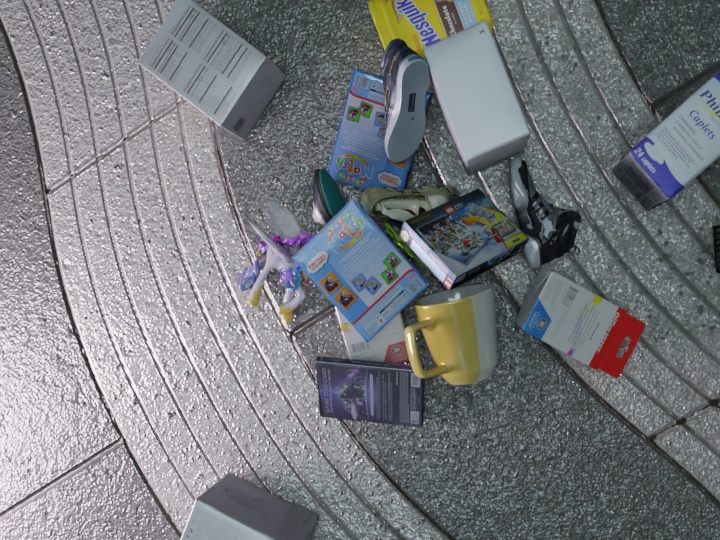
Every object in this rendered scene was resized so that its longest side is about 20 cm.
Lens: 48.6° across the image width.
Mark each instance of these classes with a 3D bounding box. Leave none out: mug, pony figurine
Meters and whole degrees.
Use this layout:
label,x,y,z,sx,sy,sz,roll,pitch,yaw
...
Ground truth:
label,x,y,z,sx,sy,sz,roll,pitch,yaw
mug,0.163,0.122,1.423,0.182,0.149,0.157,-14,96,-6
pony figurine,-0.147,-0.026,1.476,0.192,0.166,0.201,39,113,4

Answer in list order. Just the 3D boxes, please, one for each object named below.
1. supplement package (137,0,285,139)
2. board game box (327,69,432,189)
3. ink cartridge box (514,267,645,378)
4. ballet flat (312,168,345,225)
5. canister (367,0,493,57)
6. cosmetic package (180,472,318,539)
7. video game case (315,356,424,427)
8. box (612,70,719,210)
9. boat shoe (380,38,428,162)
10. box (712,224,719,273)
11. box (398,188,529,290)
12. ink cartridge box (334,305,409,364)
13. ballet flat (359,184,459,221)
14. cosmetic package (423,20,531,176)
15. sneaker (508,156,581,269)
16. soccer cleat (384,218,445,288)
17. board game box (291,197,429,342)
label,x,y,z,sx,sy,sz,roll,pitch,yaw
supplement package,-0.272,-0.373,1.485,0.199,0.152,0.152,37,95,7
board game box,0.033,-0.247,1.466,0.148,0.037,0.204,19,107,8
ink cartridge box,0.388,0.093,1.416,0.197,0.067,0.118,28,94,-6
ballet flat,-0.049,-0.089,1.482,0.072,0.073,0.202,-30,101,6
canister,0.130,-0.460,1.464,0.196,0.087,0.151,-22,87,6
cosmetic package,-0.199,0.482,1.430,0.196,0.199,0.125,22,92,8
video game case,0.018,0.223,1.461,0.195,0.019,0.145,5,128,9
box,0.546,-0.212,1.351,0.199,0.184,0.105,-42,83,6
boat shoe,0.070,-0.295,1.386,0.069,0.203,0.092,-8,43,-21
box,0.696,-0.046,1.318,0.160,0.200,0.088,-5,88,7
box,0.181,-0.058,1.382,0.137,0.198,0.038,48,140,23
ink cartridge box,0.018,0.075,1.465,0.114,0.068,0.204,-14,98,7
ballet flat,0.097,-0.114,1.436,0.195,0.076,0.069,-2,125,-19
cosmetic package,0.202,-0.291,1.393,0.121,0.200,0.203,-21,86,7
sneaker,0.334,-0.112,1.437,0.111,0.075,0.205,-13,93,7
soccer cleat,0.123,-0.045,1.436,0.199,0.067,0.082,38,91,-30
board game box,0.000,0.000,1.397,0.151,0.037,0.200,-42,98,5
